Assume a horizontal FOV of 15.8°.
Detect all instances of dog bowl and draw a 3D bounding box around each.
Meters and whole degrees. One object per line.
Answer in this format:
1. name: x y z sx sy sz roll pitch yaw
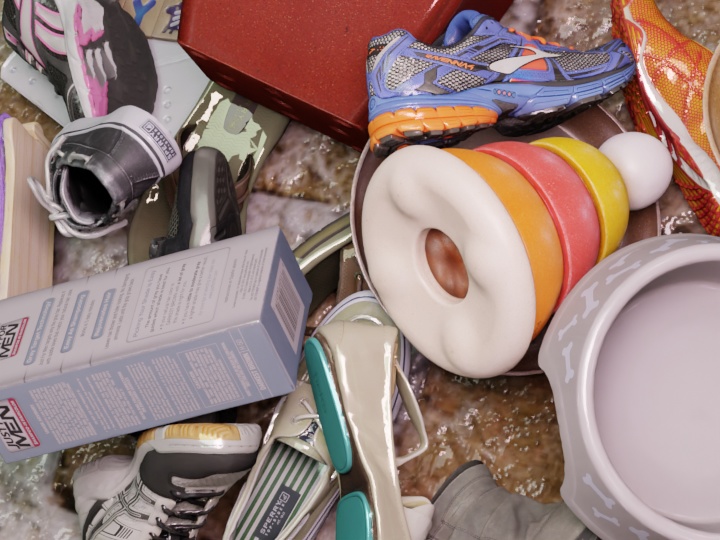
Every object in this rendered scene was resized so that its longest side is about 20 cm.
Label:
1. dog bowl: 0.202 0.074 1.500 0.199 0.059 0.201 1 83 -12

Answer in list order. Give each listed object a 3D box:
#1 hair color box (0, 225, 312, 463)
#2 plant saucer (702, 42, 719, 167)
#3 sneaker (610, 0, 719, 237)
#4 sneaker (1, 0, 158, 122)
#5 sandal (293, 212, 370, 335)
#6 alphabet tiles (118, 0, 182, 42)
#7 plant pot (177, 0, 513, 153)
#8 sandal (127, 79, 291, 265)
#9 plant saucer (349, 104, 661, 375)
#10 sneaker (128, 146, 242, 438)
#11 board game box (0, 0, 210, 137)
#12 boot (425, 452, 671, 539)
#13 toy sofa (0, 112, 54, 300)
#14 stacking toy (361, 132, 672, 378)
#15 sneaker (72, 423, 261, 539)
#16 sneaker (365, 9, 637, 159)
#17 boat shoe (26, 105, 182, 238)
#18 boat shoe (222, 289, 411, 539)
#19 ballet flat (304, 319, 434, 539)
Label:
1. hair color box: -0.136 0.046 1.611 0.199 0.061 0.099 -14 34 17
2. plant saucer: 0.306 -0.087 1.576 0.199 0.035 0.201 0 61 0
3. sneaker: 0.218 -0.104 1.650 0.077 0.073 0.200 -22 62 -10
4. sneaker: -0.209 -0.165 1.842 0.086 0.080 0.201 -33 59 31
5. sandal: 0.000 -0.001 1.683 0.201 0.080 0.057 -41 74 3
6. alphabet tiles: -0.123 -0.241 1.869 0.199 0.008 0.168 10 71 29
7. plant pot: -0.014 -0.186 1.688 0.199 0.200 0.177 26 87 8
8. sandal: -0.104 -0.066 1.759 0.080 0.057 0.202 20 84 7
9. plant saucer: 0.089 -0.029 1.637 0.199 0.032 0.201 2 76 -10
10. sneaker: -0.136 0.016 1.702 0.114 0.076 0.200 6 99 12
11. board game box: -0.133 -0.167 1.859 0.200 0.026 0.200 37 85 34
12. boot: 0.104 0.150 1.577 0.200 0.068 0.131 -47 51 -3
13. toy sofa: -0.258 -0.003 1.798 0.083 0.098 0.201 -11 64 20
14. stacking toy: 0.113 -0.033 1.581 0.200 0.146 0.146 -25 48 -34
15. sneaker: -0.117 0.151 1.642 0.200 0.075 0.088 -32 58 57
16. sneaker: 0.087 -0.124 1.584 0.075 0.200 0.079 -23 81 54
17. boat shoe: -0.181 -0.056 1.730 0.068 0.074 0.199 -44 15 -21
18. boat shoe: -0.025 0.107 1.631 0.072 0.062 0.201 25 95 8
19. ballet flat: 0.013 0.127 1.573 0.069 0.069 0.201 -9 87 21
